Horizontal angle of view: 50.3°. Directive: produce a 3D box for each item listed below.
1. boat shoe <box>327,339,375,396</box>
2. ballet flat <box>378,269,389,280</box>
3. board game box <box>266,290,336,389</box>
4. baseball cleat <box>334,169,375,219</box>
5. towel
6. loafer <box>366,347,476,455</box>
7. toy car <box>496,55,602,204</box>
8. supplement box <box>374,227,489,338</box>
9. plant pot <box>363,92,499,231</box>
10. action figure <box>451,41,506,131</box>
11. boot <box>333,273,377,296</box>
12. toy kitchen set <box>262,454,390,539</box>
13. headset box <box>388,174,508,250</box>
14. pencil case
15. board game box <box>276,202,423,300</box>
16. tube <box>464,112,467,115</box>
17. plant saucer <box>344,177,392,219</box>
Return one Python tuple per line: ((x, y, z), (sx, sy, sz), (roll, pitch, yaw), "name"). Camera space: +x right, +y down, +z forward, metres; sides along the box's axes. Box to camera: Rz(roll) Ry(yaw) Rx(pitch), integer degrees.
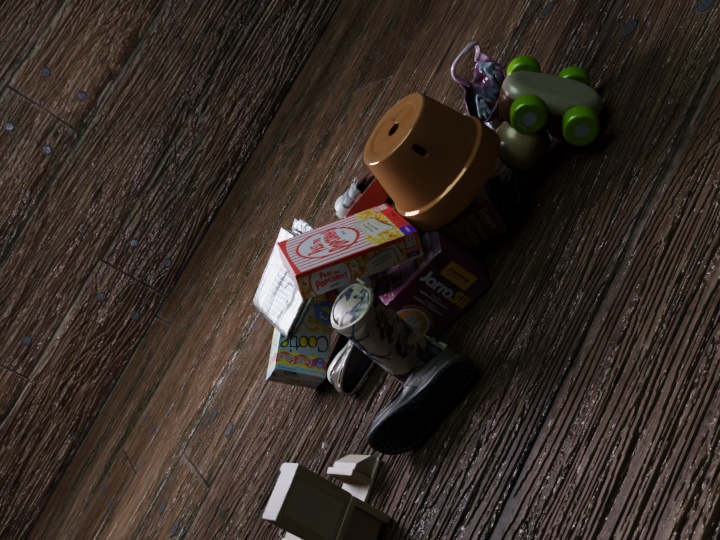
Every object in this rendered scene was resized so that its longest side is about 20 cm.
((0.010, 0.129, 1.364), (0.201, 0.072, 0.060), (-59, 28, 6), "boat shoe")
((0.017, 0.053, 1.447), (0.200, 0.069, 0.072), (-55, 38, 46), "ballet flat")
((-0.113, 0.117, 1.504), (0.103, 0.104, 0.201), (128, 152, -65), "board game box")
((0.021, -0.149, 1.471), (0.107, 0.070, 0.200), (-48, -1, 26), "baseball cleat")
((-0.131, 0.007, 1.440), (0.201, 0.034, 0.192), (-64, 32, 6), "towel")
((0.089, 0.191, 1.128), (0.200, 0.073, 0.071), (-44, 19, 12), "loafer")
((0.279, -0.208, 1.222), (0.165, 0.157, 0.201), (-79, 2, -50), "toy car")
((0.098, 0.040, 1.241), (0.200, 0.110, 0.086), (-47, 24, 25), "supplement box")
((0.099, -0.182, 1.209), (0.200, 0.140, 0.201), (-41, 29, 29), "plant pot")
((0.219, -0.298, 1.392), (0.134, 0.149, 0.200), (-45, -9, 7), "action figure")
((0.000, 0.000, 1.303), (0.075, 0.074, 0.200), (-30, 5, -15), "boot")
((-0.072, 0.318, 1.132), (0.199, 0.180, 0.164), (-16, 44, 52), "toy kitchen set")
((0.153, -0.096, 1.294), (0.199, 0.075, 0.149), (-28, 34, 18), "headset box")
((0.043, 0.098, 1.160), (0.078, 0.200, 0.090), (8, 62, 54), "pencil case")
((-0.021, -0.033, 1.210), (0.199, 0.047, 0.152), (-21, 26, -10), "board game box")
((0.179, -0.272, 1.582), (0.200, 0.058, 0.052), (-19, 85, 62), "tube")
((0.031, -0.106, 1.414), (0.200, 0.037, 0.200), (-53, -12, -27), "plant saucer")
